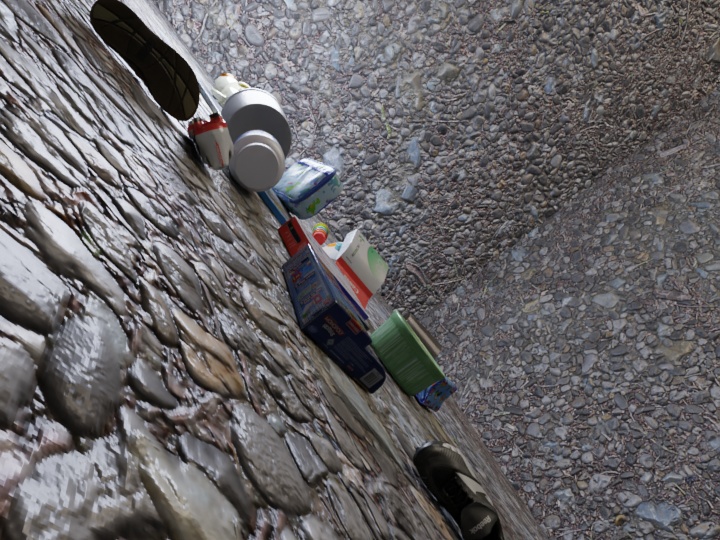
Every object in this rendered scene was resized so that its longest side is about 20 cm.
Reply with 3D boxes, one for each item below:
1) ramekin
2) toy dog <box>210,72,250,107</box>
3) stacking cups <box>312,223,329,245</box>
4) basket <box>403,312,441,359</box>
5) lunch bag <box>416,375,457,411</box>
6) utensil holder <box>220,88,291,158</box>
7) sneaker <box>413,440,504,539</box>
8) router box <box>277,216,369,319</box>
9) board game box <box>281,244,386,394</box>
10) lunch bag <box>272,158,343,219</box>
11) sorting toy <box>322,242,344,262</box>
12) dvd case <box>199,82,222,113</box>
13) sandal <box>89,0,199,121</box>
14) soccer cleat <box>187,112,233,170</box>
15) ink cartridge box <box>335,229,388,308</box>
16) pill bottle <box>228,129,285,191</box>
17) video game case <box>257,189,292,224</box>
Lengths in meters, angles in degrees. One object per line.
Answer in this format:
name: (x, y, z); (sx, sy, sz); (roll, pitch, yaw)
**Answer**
ramekin: (0.109, 0.205, 1.300); (0.201, 0.097, 0.200); (53, 2, -3)
toy dog: (-0.478, -0.637, 1.971); (0.192, 0.140, 0.201); (3, 38, -36)
stacking cups: (-0.134, -0.121, 1.774); (0.061, 0.060, 0.200); (52, 3, -8)
basket: (0.241, 0.297, 2.345); (0.200, 0.136, 0.180); (49, 8, -6)
lunch bag: (0.152, 0.275, 1.470); (0.200, 0.094, 0.151); (44, 0, 32)
utensil holder: (-0.256, -0.347, 1.314); (0.170, 0.169, 0.200); (52, 4, -29)
sneaker: (0.144, 0.315, 0.731); (0.201, 0.066, 0.091); (55, -1, -23)
router box: (-0.078, 0.005, 1.118); (0.200, 0.049, 0.180); (52, 3, -38)
board game box: (-0.044, 0.060, 0.821); (0.200, 0.061, 0.200); (51, 4, -42)
lunch bag: (-0.149, -0.229, 1.459); (0.200, 0.160, 0.083); (34, -22, 51)
sorting toy: (-0.051, -0.004, 1.591); (0.201, 0.107, 0.180); (53, 21, 3)
dvd case: (-0.435, -0.487, 1.671); (0.201, 0.017, 0.143); (54, 3, 29)
sandal: (-0.329, -0.321, 0.826); (0.054, 0.082, 0.200); (20, -19, 51)
soccer cleat: (-0.241, -0.207, 0.874); (0.200, 0.068, 0.086); (-145, -140, -68)
ink cartridge box: (0.000, 0.000, 1.535); (0.161, 0.050, 0.201); (49, 33, -22)
pill bottle: (-0.208, -0.220, 1.074); (0.113, 0.112, 0.200); (52, 3, -20)
video game case: (-0.205, -0.155, 1.344); (0.144, 0.018, 0.200); (54, 2, -8)
